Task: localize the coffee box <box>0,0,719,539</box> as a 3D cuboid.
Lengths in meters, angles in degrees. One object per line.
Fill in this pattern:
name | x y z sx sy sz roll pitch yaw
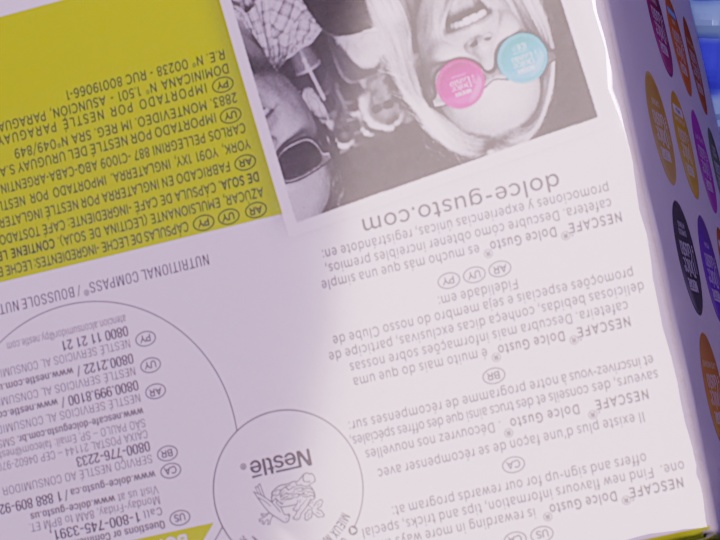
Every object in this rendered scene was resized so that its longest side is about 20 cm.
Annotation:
coffee box | 0.000 0.000 0.818 0.199 0.200 0.199 -13 82 14
